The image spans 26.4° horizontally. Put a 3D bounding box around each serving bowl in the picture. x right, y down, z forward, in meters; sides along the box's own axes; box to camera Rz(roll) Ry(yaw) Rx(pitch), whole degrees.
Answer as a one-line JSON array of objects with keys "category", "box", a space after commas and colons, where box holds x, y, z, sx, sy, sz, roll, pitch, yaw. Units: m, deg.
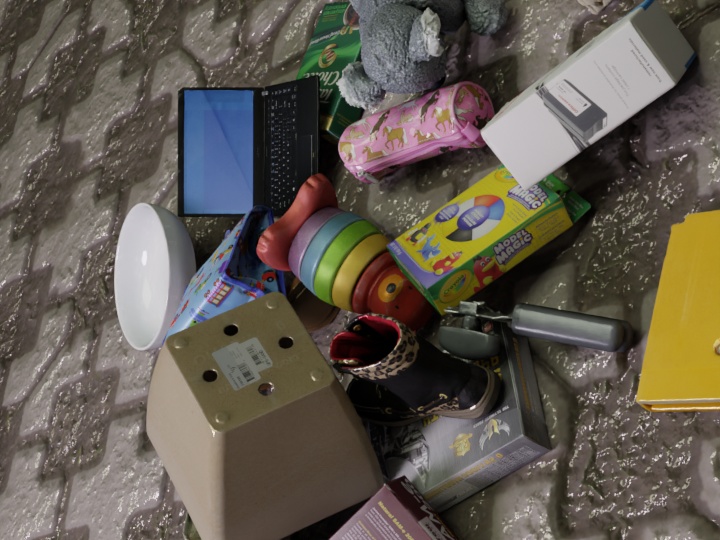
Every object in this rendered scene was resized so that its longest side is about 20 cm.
[{"category": "serving bowl", "box": [-0.271, 0.009, 2.093, 0.200, 0.065, 0.201, -5, 84, 61]}]

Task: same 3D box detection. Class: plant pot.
[{"category": "plant pot", "box": [-0.106, 0.143, 1.577, 0.199, 0.178, 0.200, -22, 52, -16]}]

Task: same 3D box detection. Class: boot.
[{"category": "boot", "box": [0.026, 0.103, 1.569, 0.199, 0.150, 0.074, -3, 64, 46]}, {"category": "boot", "box": [-0.103, 0.038, 1.917, 0.201, 0.076, 0.155, -58, 33, 14]}]

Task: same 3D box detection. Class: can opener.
[{"category": "can opener", "box": [0.173, 0.068, 1.549, 0.199, 0.053, 0.067, 10, 91, 30]}]

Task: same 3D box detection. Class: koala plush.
[{"category": "koala plush", "box": [0.052, -0.280, 1.813, 0.177, 0.184, 0.201, -29, 29, 36]}]

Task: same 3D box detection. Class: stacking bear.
[{"category": "stacking bear", "box": [0.000, 0.000, 1.756, 0.200, 0.114, 0.122, 35, 80, 25]}]

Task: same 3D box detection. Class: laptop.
[{"category": "laptop", "box": [-0.148, -0.161, 2.016, 0.200, 0.103, 0.178, -2, 88, 53]}]

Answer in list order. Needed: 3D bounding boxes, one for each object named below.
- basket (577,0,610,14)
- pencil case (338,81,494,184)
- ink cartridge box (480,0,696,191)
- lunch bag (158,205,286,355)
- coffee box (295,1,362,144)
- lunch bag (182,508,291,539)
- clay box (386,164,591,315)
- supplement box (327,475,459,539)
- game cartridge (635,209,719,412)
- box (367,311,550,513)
[{"category": "basket", "box": [0.236, -0.433, 1.732, 0.161, 0.200, 0.199, -44, 39, 22]}, {"category": "pencil case", "box": [0.068, -0.164, 1.838, 0.199, 0.083, 0.087, -18, 78, 40]}, {"category": "ink cartridge box", "box": [0.239, -0.186, 1.604, 0.200, 0.084, 0.145, -36, 4, 28]}, {"category": "lunch bag", "box": [-0.166, 0.014, 1.887, 0.151, 0.094, 0.200, -49, 25, 29]}, {"category": "coffee box", "box": [-0.032, -0.265, 2.048, 0.123, 0.044, 0.201, 7, 72, 50]}, {"category": "lunch bag", "box": [-0.131, 0.261, 1.704, 0.117, 0.165, 0.201, 4, 49, 2]}, {"category": "clay box", "box": [0.138, -0.046, 1.649, 0.200, 0.048, 0.115, -36, 34, -4]}, {"category": "supplement box", "box": [0.003, 0.317, 1.569, 0.200, 0.061, 0.109, -45, 77, 18]}, {"category": "game cartridge", "box": [0.352, 0.034, 1.430, 0.176, 0.032, 0.201, -7, 59, 46]}, {"category": "box", "box": [0.097, 0.159, 1.616, 0.200, 0.048, 0.159, -34, 43, 30]}]
